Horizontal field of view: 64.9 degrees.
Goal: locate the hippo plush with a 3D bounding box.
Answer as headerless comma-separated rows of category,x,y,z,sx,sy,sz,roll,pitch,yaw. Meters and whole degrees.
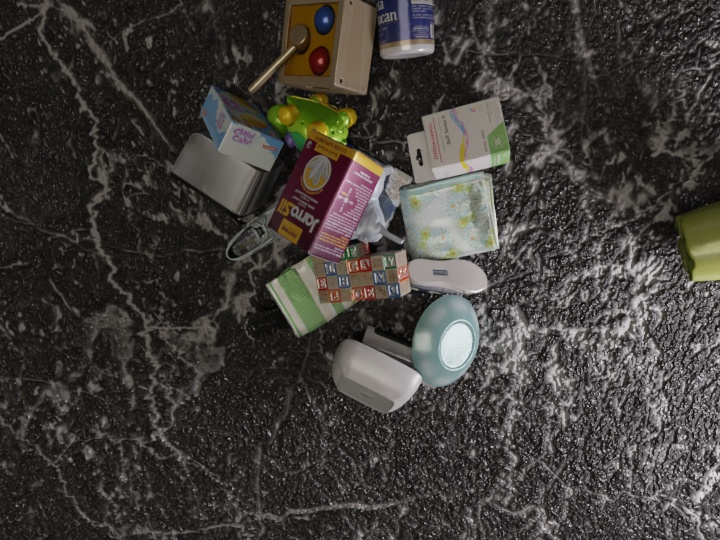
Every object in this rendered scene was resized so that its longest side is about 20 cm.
hippo plush,-0.013,-0.141,1.149,0.155,0.200,0.166,-2,98,-13

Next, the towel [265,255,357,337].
towel,-0.094,0.038,1.271,0.198,0.023,0.155,-33,100,-8

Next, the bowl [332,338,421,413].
bowl,0.023,0.244,1.252,0.197,0.201,0.076,27,63,2

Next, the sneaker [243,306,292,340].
sneaker,-0.175,0.106,1.316,0.195,0.087,0.078,-8,93,-15

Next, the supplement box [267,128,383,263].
supplement box,-0.066,-0.138,1.062,0.130,0.102,0.204,30,97,34

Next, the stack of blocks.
stack of blocks,0.000,0.000,1.189,0.196,0.058,0.118,-6,97,29

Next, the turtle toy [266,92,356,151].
turtle toy,-0.109,-0.297,1.167,0.198,0.145,0.103,32,131,19

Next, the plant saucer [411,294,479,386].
plant saucer,0.197,0.157,1.221,0.197,0.038,0.207,-7,103,-33

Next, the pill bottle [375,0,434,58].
pill bottle,0.082,-0.518,1.084,0.108,0.111,0.206,-3,104,9

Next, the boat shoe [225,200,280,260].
boat shoe,-0.221,-0.084,1.265,0.199,0.072,0.071,-36,98,16

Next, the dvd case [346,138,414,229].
dvd case,0.000,-0.186,1.233,0.197,0.018,0.145,29,106,1

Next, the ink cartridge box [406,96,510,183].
ink cartridge box,0.192,-0.258,1.140,0.195,0.067,0.120,-13,78,11

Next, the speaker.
speaker,0.093,0.197,1.289,0.196,0.081,0.083,21,107,3

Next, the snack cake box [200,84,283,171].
snack cake box,-0.241,-0.287,1.133,0.113,0.201,0.068,18,115,-37

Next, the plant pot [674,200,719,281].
plant pot,0.715,-0.062,1.084,0.180,0.200,0.205,-12,103,22

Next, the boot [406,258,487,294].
boot,0.174,0.019,1.243,0.195,0.090,0.075,10,69,-17

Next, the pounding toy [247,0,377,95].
pounding toy,-0.095,-0.422,1.094,0.197,0.141,0.189,16,103,36

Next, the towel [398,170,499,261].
towel,0.190,-0.111,1.203,0.195,0.048,0.175,-9,108,11

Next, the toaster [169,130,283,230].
toaster,-0.266,-0.204,1.180,0.198,0.181,0.120,33,111,-1
